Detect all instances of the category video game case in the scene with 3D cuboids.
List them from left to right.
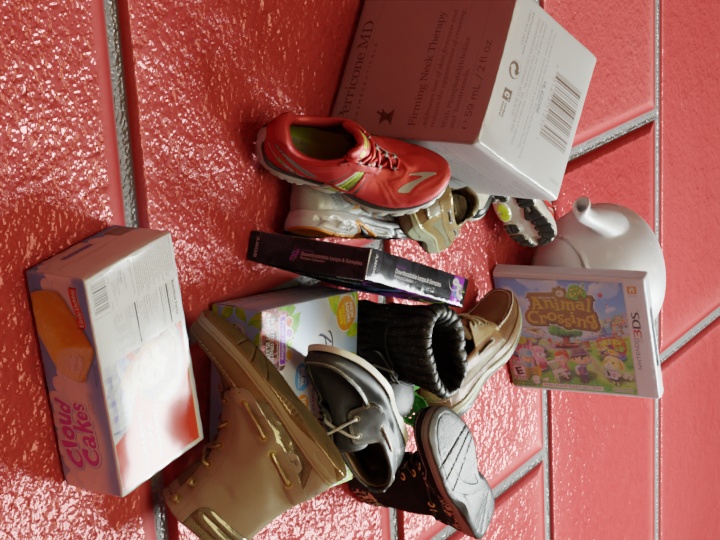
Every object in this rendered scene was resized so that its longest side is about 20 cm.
[{"bbox_3d":[0.274,0.077,1.932,0.022,0.199,0.183,-53,138,-48],"label":"video game case"}]

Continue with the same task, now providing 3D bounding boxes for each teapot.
[{"bbox_3d":[0.287,0.011,1.984,0.145,0.197,0.201,-10,88,-30],"label":"teapot"}]

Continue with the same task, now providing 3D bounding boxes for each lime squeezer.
[{"bbox_3d":[0.062,0.143,1.739,0.071,0.037,0.201,-117,-160,-70],"label":"lime squeezer"}]

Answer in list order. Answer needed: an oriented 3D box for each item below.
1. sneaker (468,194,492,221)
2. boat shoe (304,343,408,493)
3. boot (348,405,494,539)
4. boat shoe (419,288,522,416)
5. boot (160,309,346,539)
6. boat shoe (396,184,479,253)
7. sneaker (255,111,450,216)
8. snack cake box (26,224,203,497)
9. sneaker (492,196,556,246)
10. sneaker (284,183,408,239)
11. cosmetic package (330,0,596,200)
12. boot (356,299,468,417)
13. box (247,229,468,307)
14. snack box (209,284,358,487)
[{"bbox_3d":[0.139,-0.157,1.737,0.075,0.087,0.202,4,90,-33],"label":"sneaker"},{"bbox_3d":[-0.005,0.144,1.500,0.068,0.071,0.200,-67,147,-32],"label":"boat shoe"},{"bbox_3d":[0.054,0.209,1.657,0.073,0.150,0.200,-61,143,-29],"label":"boot"},{"bbox_3d":[0.131,0.089,1.828,0.200,0.075,0.074,-56,136,-37],"label":"boat shoe"},{"bbox_3d":[-0.129,0.152,1.401,0.200,0.155,0.073,52,7,-9],"label":"boot"},{"bbox_3d":[0.090,-0.061,1.616,0.200,0.076,0.072,-3,74,-78],"label":"boat shoe"},{"bbox_3d":[-0.002,-0.106,1.475,0.199,0.085,0.078,10,73,-16],"label":"sneaker"},{"bbox_3d":[-0.205,0.075,1.300,0.115,0.067,0.201,-35,125,-52],"label":"snack cake box"},{"bbox_3d":[0.185,-0.118,1.876,0.085,0.077,0.201,-81,153,-43],"label":"sneaker"},{"bbox_3d":[-0.004,-0.078,1.585,0.200,0.075,0.093,1,90,-59],"label":"sneaker"},{"bbox_3d":[0.106,-0.183,1.595,0.166,0.199,0.168,27,75,-48],"label":"cosmetic package"},{"bbox_3d":[0.050,0.106,1.622,0.080,0.157,0.211,-64,143,-27],"label":"boot"},{"bbox_3d":[0.000,0.000,1.538,0.200,0.142,0.036,19,81,-56],"label":"box"},{"bbox_3d":[-0.074,0.123,1.515,0.168,0.067,0.202,-9,105,-56],"label":"snack box"}]
